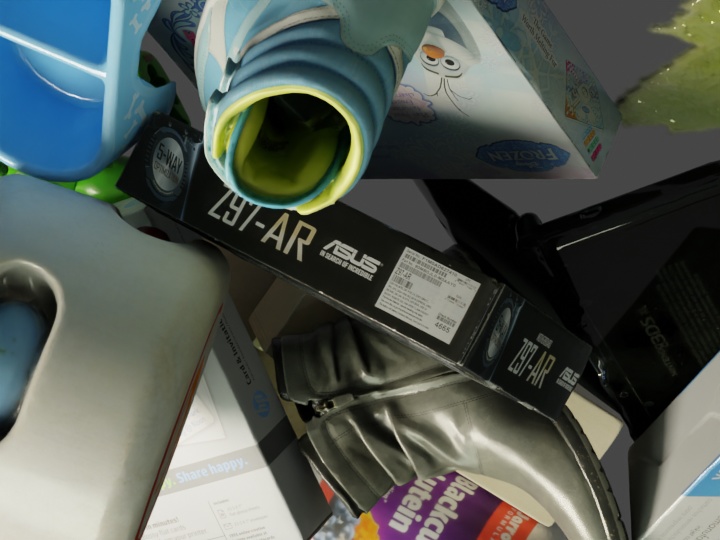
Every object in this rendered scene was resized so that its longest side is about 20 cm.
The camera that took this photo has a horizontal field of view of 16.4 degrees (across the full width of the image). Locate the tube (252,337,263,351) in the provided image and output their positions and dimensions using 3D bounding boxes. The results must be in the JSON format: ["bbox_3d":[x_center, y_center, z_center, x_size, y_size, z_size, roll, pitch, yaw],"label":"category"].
[{"bbox_3d":[0.029,0.064,1.466,0.052,0.058,0.200,-19,134,42],"label":"tube"}]

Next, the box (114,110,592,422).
[{"bbox_3d":[0.000,0.000,1.207,0.200,0.044,0.160,27,178,24],"label":"box"}]

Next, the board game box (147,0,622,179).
[{"bbox_3d":[-0.008,-0.117,1.171,0.200,0.043,0.199,2,145,37],"label":"board game box"}]

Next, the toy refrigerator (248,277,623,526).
[{"bbox_3d":[0.042,0.056,1.404,0.200,0.076,0.070,32,-172,-18],"label":"toy refrigerator"}]

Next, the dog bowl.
[{"bbox_3d":[-0.142,-0.118,1.152,0.111,0.050,0.200,23,141,9],"label":"dog bowl"}]

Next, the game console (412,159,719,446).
[{"bbox_3d":[0.136,-0.005,1.298,0.176,0.116,0.200,-21,140,14],"label":"game console"}]

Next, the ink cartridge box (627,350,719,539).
[{"bbox_3d":[0.254,0.116,1.300,0.200,0.068,0.115,18,136,-18],"label":"ink cartridge box"}]

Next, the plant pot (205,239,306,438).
[{"bbox_3d":[-0.104,0.103,1.490,0.187,0.200,0.187,18,153,9],"label":"plant pot"}]

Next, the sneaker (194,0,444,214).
[{"bbox_3d":[-0.041,-0.072,1.086,0.080,0.131,0.200,30,153,-12],"label":"sneaker"}]

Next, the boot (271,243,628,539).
[{"bbox_3d":[0.046,0.096,1.316,0.200,0.131,0.068,58,177,15],"label":"boot"}]

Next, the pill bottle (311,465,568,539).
[{"bbox_3d":[0.055,0.175,1.454,0.200,0.111,0.111,27,155,12],"label":"pill bottle"}]

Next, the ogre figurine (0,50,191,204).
[{"bbox_3d":[-0.169,-0.089,1.309,0.120,0.098,0.200,-19,150,30],"label":"ogre figurine"}]

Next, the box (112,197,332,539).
[{"bbox_3d":[-0.124,0.068,1.333,0.156,0.041,0.200,-17,104,30],"label":"box"}]

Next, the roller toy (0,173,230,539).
[{"bbox_3d":[-0.152,0.051,1.196,0.140,0.200,0.183,20,127,-1],"label":"roller toy"}]
